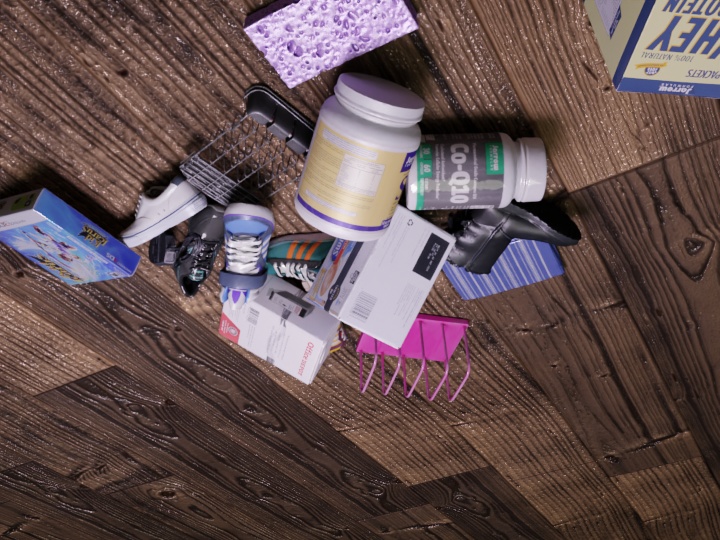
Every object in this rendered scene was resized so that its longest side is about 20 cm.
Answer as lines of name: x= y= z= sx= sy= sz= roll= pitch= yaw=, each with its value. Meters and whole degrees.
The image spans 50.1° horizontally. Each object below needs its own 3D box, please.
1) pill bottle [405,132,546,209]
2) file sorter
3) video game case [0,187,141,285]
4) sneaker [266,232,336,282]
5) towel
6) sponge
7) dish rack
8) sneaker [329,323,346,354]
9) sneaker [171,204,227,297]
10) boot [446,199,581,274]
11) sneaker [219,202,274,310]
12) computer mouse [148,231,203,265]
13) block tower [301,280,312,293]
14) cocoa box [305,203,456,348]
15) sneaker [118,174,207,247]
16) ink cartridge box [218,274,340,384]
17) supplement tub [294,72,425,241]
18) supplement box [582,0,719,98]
pill bottle: x=0.167 y=-0.148 z=1.149 sx=0.200 sy=0.113 sz=0.113 roll=-2 pitch=141 yaw=0
file sorter: x=0.104 y=0.175 z=1.530 sx=0.200 sy=0.126 sz=0.139 roll=8 pitch=139 yaw=-11
video game case: x=-0.494 y=-0.049 z=1.261 sx=0.181 sy=0.045 sz=0.200 roll=-5 pitch=145 yaw=38
sneaker: x=-0.092 y=-0.014 z=1.328 sx=0.200 sy=0.080 sz=0.071 roll=-10 pitch=141 yaw=10
towel: x=0.257 y=-0.011 z=1.395 sx=0.200 sy=0.024 sz=0.145 roll=-17 pitch=140 yaw=21
sponge: x=-0.037 y=-0.321 z=0.998 sx=0.200 sy=0.030 sz=0.112 roll=-19 pitch=137 yaw=21
dish rack: x=-0.165 y=-0.171 z=1.161 sx=0.200 sy=0.055 sz=0.153 roll=-29 pitch=132 yaw=32
sneaker: x=-0.058 y=0.106 z=1.492 sx=0.090 sy=0.075 sz=0.200 roll=9 pitch=146 yaw=-25
sneaker: x=-0.263 y=-0.032 z=1.299 sx=0.075 sy=0.079 sz=0.200 roll=7 pitch=141 yaw=-27
boot: x=0.242 y=-0.053 z=1.289 sx=0.198 sy=0.073 sz=0.163 roll=24 pitch=129 yaw=-14
sneaker: x=-0.184 y=-0.012 z=1.231 sx=0.080 sy=0.147 sz=0.200 roll=6 pitch=164 yaw=-8
computer mouse: x=-0.299 y=-0.037 z=1.266 sx=0.034 sy=0.059 sz=0.200 roll=6 pitch=176 yaw=-36
block tower: x=0.000 y=0.000 z=1.370 sx=0.200 sy=0.058 sz=0.054 roll=-9 pitch=140 yaw=12
cocoa box: x=0.030 y=-0.003 z=1.236 sx=0.133 sy=0.131 sz=0.200 roll=28 pitch=89 yaw=-31
sneaker: x=-0.329 y=-0.098 z=1.243 sx=0.200 sy=0.073 sz=0.071 roll=-23 pitch=104 yaw=33
ink cartridge box: x=-0.146 y=0.097 z=1.399 sx=0.200 sy=0.083 sz=0.147 roll=29 pitch=139 yaw=7
supplement tub: x=0.000 y=-0.158 z=1.076 sx=0.145 sy=0.145 sz=0.200 roll=12 pitch=119 yaw=-16
supplement box: x=0.359 y=-0.334 z=0.860 sx=0.134 sy=0.200 sz=0.200 roll=2 pitch=141 yaw=-5
